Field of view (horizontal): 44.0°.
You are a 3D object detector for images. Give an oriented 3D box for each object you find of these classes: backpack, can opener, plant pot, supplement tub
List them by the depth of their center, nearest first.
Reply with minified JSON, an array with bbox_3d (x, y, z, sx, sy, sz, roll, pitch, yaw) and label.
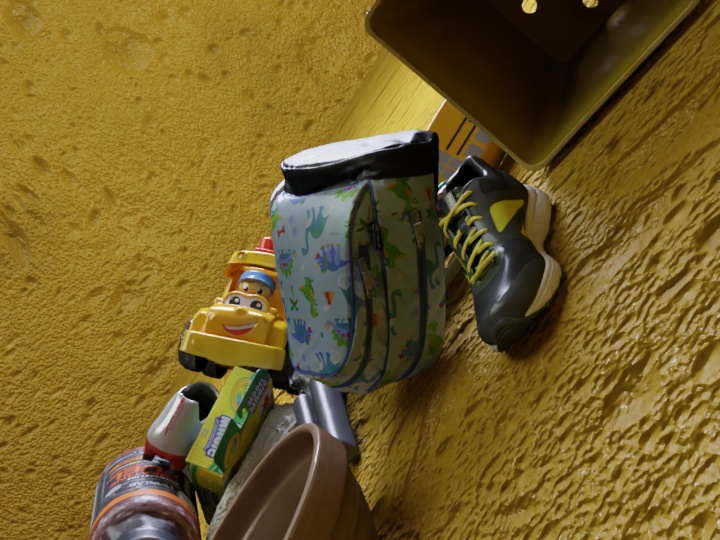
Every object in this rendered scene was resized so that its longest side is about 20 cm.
[{"bbox_3d":[-0.048,0.214,0.602,0.201,0.092,0.201,-53,12,16],"label":"plant pot"},{"bbox_3d":[0.000,0.000,0.743,0.153,0.201,0.163,-28,20,-36],"label":"backpack"},{"bbox_3d":[0.158,-0.246,0.778,0.200,0.200,0.176,-49,1,35],"label":"plant pot"},{"bbox_3d":[-0.027,0.135,0.868,0.053,0.067,0.200,-53,25,15],"label":"can opener"},{"bbox_3d":[-0.209,0.251,0.870,0.107,0.107,0.200,-57,16,-1],"label":"supplement tub"}]

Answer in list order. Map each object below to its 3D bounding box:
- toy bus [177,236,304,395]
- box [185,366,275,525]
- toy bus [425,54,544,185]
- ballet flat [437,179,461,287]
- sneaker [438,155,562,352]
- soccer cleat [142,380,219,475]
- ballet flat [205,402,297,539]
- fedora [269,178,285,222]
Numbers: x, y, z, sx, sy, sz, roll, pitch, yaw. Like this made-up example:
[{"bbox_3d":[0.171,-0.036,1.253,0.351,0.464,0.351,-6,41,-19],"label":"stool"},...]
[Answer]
[{"bbox_3d":[-0.110,0.038,1.028,0.200,0.135,0.193,56,-134,-78],"label":"toy bus"},{"bbox_3d":[-0.131,0.189,0.938,0.200,0.048,0.118,96,-164,-54],"label":"box"},{"bbox_3d":[0.104,-0.128,0.899,0.201,0.078,0.065,-59,-16,-9],"label":"toy bus"},{"bbox_3d":[0.044,0.005,0.833,0.200,0.071,0.069,-46,-26,11],"label":"ballet flat"},{"bbox_3d":[0.091,-0.017,0.657,0.075,0.084,0.200,-52,12,29],"label":"sneaker"},{"bbox_3d":[-0.172,0.157,0.959,0.086,0.068,0.200,-64,-8,4],"label":"soccer cleat"},{"bbox_3d":[-0.091,0.214,0.874,0.072,0.072,0.201,-42,21,53],"label":"ballet flat"},{"bbox_3d":[-0.003,-0.048,1.002,0.200,0.177,0.091,-37,-28,-28],"label":"fedora"}]
